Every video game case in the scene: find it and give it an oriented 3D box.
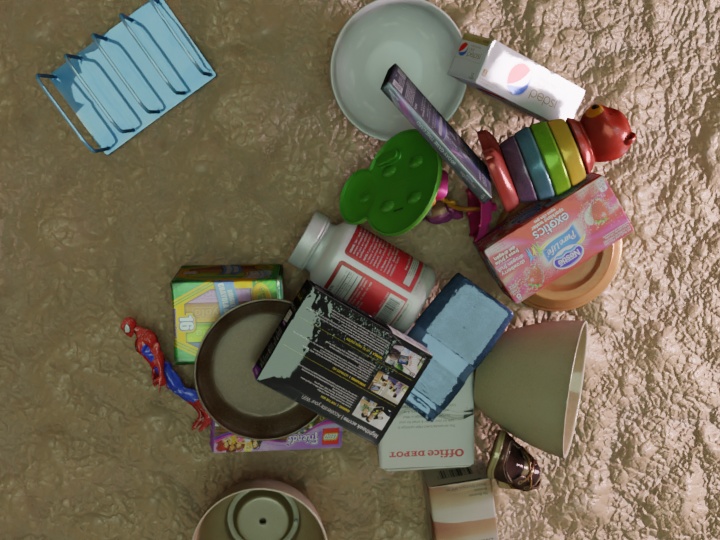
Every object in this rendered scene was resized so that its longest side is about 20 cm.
[{"bbox_3d":[0.103,-0.185,1.307,0.019,0.143,0.200,-39,102,18],"label":"video game case"}]

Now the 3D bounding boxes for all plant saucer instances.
[{"bbox_3d":[-0.130,0.134,1.357,0.199,0.037,0.202,-2,100,-12],"label":"plant saucer"},{"bbox_3d":[0.299,-0.034,1.477,0.199,0.037,0.202,0,99,-2],"label":"plant saucer"}]

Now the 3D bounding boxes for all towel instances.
[{"bbox_3d":[0.120,0.109,1.403,0.111,0.049,0.200,38,94,-6],"label":"towel"}]

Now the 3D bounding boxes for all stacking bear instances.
[{"bbox_3d":[0.277,-0.166,1.360,0.199,0.122,0.114,-21,115,11],"label":"stacking bear"}]

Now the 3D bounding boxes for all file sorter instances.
[{"bbox_3d":[-0.324,-0.271,1.362,0.200,0.123,0.139,-35,100,3],"label":"file sorter"}]

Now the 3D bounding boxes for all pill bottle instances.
[{"bbox_3d":[0.000,0.000,1.428,0.199,0.112,0.113,30,97,-5],"label":"pill bottle"}]

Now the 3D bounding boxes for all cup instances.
[{"bbox_3d":[0.247,0.161,1.445,0.142,0.200,0.202,9,100,18],"label":"cup"}]

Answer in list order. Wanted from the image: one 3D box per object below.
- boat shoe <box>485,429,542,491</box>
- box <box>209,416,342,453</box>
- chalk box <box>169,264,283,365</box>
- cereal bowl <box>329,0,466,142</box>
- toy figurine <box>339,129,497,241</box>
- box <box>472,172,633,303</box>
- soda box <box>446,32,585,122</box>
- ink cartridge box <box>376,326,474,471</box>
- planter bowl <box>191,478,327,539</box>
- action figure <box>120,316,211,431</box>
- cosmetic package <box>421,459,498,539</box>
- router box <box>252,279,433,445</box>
[{"bbox_3d":[0.233,0.289,1.449,0.072,0.200,0.072,13,68,21],"label":"boat shoe"},{"bbox_3d":[-0.122,0.198,1.469,0.199,0.039,0.138,0,100,-18],"label":"box"},{"bbox_3d":[-0.167,0.060,1.425,0.199,0.124,0.125,-2,100,-4],"label":"chalk box"},{"bbox_3d":[0.052,-0.285,1.397,0.199,0.083,0.201,-1,101,-4],"label":"cereal bowl"},{"bbox_3d":[0.101,-0.094,1.406,0.183,0.199,0.151,18,66,-40],"label":"toy figurine"},{"bbox_3d":[0.272,-0.049,1.404,0.199,0.100,0.096,-32,99,2],"label":"box"},{"bbox_3d":[0.220,-0.263,1.374,0.199,0.068,0.064,16,100,-37],"label":"soda box"},{"bbox_3d":[0.094,0.190,1.479,0.144,0.084,0.201,-2,98,-3],"label":"ink cartridge box"},{"bbox_3d":[-0.148,0.397,1.476,0.199,0.135,0.202,0,100,-2],"label":"planter bowl"},{"bbox_3d":[-0.292,0.153,1.464,0.052,0.065,0.201,-35,100,-18],"label":"action figure"},{"bbox_3d":[0.159,0.406,1.517,0.103,0.087,0.201,-10,100,-2],"label":"cosmetic package"},{"bbox_3d":[-0.024,0.126,1.334,0.199,0.051,0.150,31,94,-15],"label":"router box"}]
